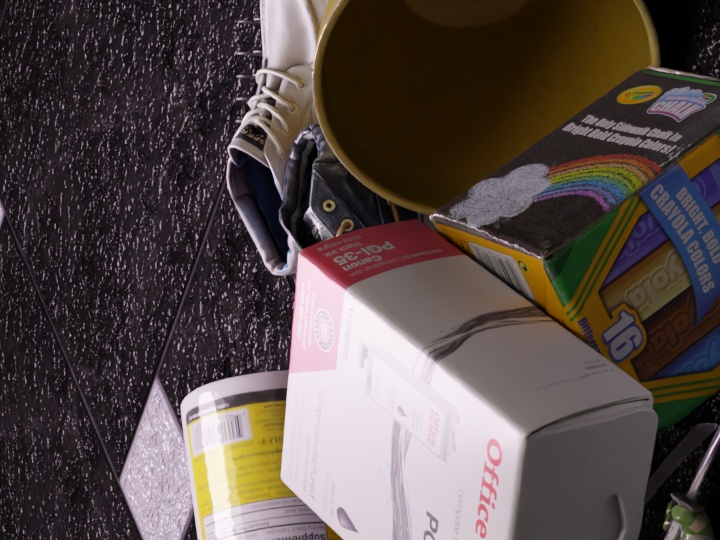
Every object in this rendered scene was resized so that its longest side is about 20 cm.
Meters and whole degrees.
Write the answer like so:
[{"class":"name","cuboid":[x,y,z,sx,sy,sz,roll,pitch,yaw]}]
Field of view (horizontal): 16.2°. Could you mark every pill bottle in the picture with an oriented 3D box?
[{"class":"pill bottle","cuboid":[-0.061,0.180,1.778,0.111,0.111,0.202,-33,62,57]}]

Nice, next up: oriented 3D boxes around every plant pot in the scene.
[{"class":"plant pot","cuboid":[0.068,-0.152,1.485,0.142,0.199,0.201,-95,22,-51]}]

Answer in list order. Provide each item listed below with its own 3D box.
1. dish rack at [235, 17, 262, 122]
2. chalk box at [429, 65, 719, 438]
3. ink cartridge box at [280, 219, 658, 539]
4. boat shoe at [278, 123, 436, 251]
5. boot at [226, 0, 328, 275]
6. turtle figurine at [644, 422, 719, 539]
[{"class":"dish rack","cuboid":[-0.045,-0.147,1.805,0.153,0.054,0.202,3,93,62]},{"class":"chalk box","cuboid":[0.163,-0.021,1.319,0.125,0.199,0.125,23,143,61]},{"class":"ink cartridge box","cuboid":[0.049,0.085,1.268,0.200,0.082,0.148,38,132,46]},{"class":"boat shoe","cuboid":[0.000,0.000,1.482,0.071,0.090,0.201,-52,29,33]},{"class":"boot","cuboid":[-0.042,-0.098,1.563,0.073,0.095,0.201,1,112,48]},{"class":"turtle figurine","cuboid":[0.137,0.152,1.364,0.144,0.193,0.201,-69,-39,-61]}]
